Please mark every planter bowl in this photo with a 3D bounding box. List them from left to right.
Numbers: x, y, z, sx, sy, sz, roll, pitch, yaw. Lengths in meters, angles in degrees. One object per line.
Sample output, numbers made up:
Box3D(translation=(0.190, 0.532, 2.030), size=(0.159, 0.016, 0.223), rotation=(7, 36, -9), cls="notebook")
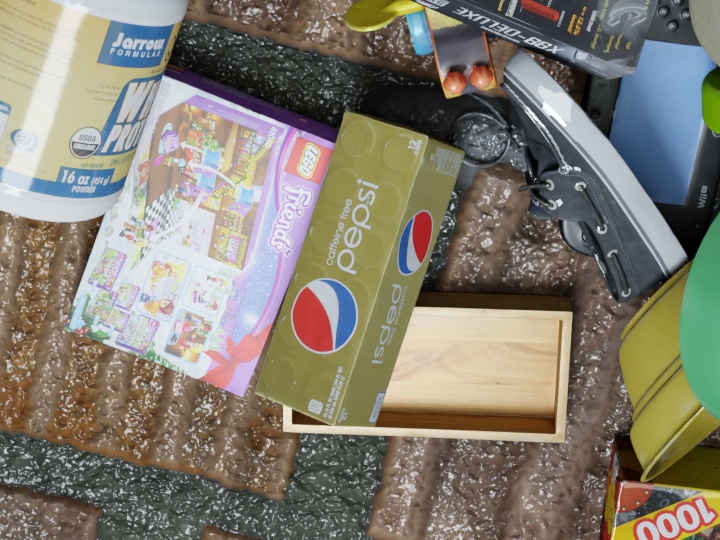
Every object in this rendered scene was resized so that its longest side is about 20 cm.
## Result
Box3D(translation=(0.234, 0.043, 1.231), size=(0.200, 0.200, 0.083), rotation=(-46, 74, 16), cls="planter bowl")

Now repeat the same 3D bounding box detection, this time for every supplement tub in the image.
Box3D(translation=(-0.194, -0.148, 1.181), size=(0.144, 0.145, 0.200), rotation=(21, 111, -5), cls="supplement tub")

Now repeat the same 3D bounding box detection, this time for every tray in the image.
Box3D(translation=(0.046, 0.066, 1.306), size=(0.199, 0.037, 0.099), rotation=(2, 110, 3), cls="tray")

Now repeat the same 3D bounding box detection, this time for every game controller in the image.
Box3D(translation=(0.197, -0.101, 1.237), size=(0.104, 0.042, 0.201), rotation=(9, 110, -1), cls="game controller")

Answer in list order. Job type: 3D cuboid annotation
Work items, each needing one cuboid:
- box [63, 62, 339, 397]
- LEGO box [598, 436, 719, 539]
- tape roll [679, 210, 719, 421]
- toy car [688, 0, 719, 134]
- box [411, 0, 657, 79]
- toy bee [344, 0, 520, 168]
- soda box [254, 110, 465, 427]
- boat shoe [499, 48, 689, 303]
Box3D(translation=(-0.108, -0.027, 1.278), size=(0.136, 0.039, 0.200), rotation=(22, 109, -4), cls="box")
Box3D(translation=(0.269, 0.212, 1.324), size=(0.199, 0.077, 0.149), rotation=(6, 109, 0), cls="LEGO box")
Box3D(translation=(0.282, 0.015, 1.101), size=(0.200, 0.048, 0.201), rotation=(-15, 119, -28), cls="tape roll")
Box3D(translation=(0.323, -0.175, 1.158), size=(0.200, 0.158, 0.165), rotation=(-22, 126, -23), cls="toy car")
Box3D(translation=(0.122, -0.239, 1.135), size=(0.157, 0.050, 0.201), rotation=(19, 85, -17), cls="box")
Box3D(translation=(0.070, -0.158, 1.188), size=(0.131, 0.109, 0.200), rotation=(-33, 105, 11), cls="toy bee")
Box3D(translation=(0.000, 0.000, 1.231), size=(0.068, 0.064, 0.201), rotation=(20, 93, 27), cls="soda box")
Box3D(translation=(0.138, -0.054, 1.190), size=(0.066, 0.070, 0.200), rotation=(-39, 125, 3), cls="boat shoe")
